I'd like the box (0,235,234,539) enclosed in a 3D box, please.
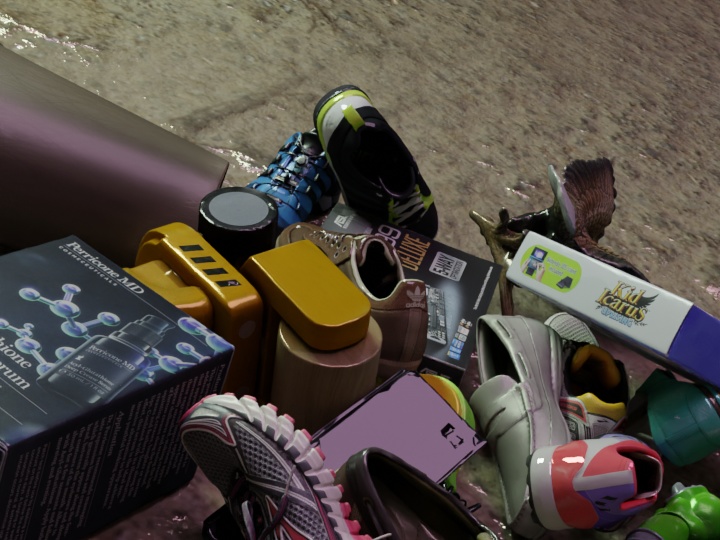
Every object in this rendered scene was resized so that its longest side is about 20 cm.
[{"bbox_3d":[-0.199,0.077,0.880,0.148,0.108,0.200,32,28,22],"label":"box"}]

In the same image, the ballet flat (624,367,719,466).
[{"bbox_3d":[0.233,0.115,1.144,0.068,0.070,0.200,63,1,4],"label":"ballet flat"}]

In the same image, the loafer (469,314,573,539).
[{"bbox_3d":[0.111,0.108,1.068,0.069,0.070,0.201,19,35,-12],"label":"loafer"}]

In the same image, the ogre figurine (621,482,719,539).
[{"bbox_3d":[0.259,0.214,0.967,0.199,0.099,0.120,15,36,15],"label":"ogre figurine"}]

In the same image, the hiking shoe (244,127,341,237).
[{"bbox_3d":[-0.063,-0.081,1.294,0.074,0.087,0.200,24,27,7],"label":"hiking shoe"}]

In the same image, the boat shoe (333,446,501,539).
[{"bbox_3d":[0.059,0.183,0.869,0.200,0.065,0.073,38,53,4],"label":"boat shoe"}]

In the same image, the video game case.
[{"bbox_3d":[0.238,0.049,1.137,0.199,0.046,0.181,28,2,-39],"label":"video game case"}]

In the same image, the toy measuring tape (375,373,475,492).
[{"bbox_3d":[0.069,0.127,1.010,0.073,0.074,0.200,-7,34,-43],"label":"toy measuring tape"}]

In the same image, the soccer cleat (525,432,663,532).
[{"bbox_3d":[0.177,0.141,0.991,0.073,0.069,0.200,-10,-10,27],"label":"soccer cleat"}]

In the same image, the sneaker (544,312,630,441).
[{"bbox_3d":[0.179,0.087,1.159,0.077,0.083,0.200,16,26,-9],"label":"sneaker"}]

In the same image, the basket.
[{"bbox_3d":[-0.211,-0.069,1.124,0.199,0.137,0.181,22,27,-6],"label":"basket"}]

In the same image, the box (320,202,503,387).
[{"bbox_3d":[0.022,0.027,1.195,0.157,0.050,0.200,22,27,5],"label":"box"}]

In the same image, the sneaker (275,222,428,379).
[{"bbox_3d":[0.000,0.000,1.083,0.070,0.076,0.200,3,27,-31],"label":"sneaker"}]

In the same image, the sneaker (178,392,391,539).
[{"bbox_3d":[-0.041,0.155,0.839,0.074,0.081,0.200,-29,69,-33],"label":"sneaker"}]

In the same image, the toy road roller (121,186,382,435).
[{"bbox_3d":[-0.093,0.047,1.008,0.145,0.124,0.200,-20,45,-33],"label":"toy road roller"}]

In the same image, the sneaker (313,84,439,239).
[{"bbox_3d":[0.019,-0.072,1.269,0.200,0.072,0.083,53,-2,-43],"label":"sneaker"}]

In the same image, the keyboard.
[{"bbox_3d":[-0.003,0.151,0.934,0.200,0.040,0.104,-34,72,-35],"label":"keyboard"}]

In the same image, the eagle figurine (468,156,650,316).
[{"bbox_3d":[0.198,-0.024,1.337,0.199,0.153,0.151,-1,13,-28],"label":"eagle figurine"}]
